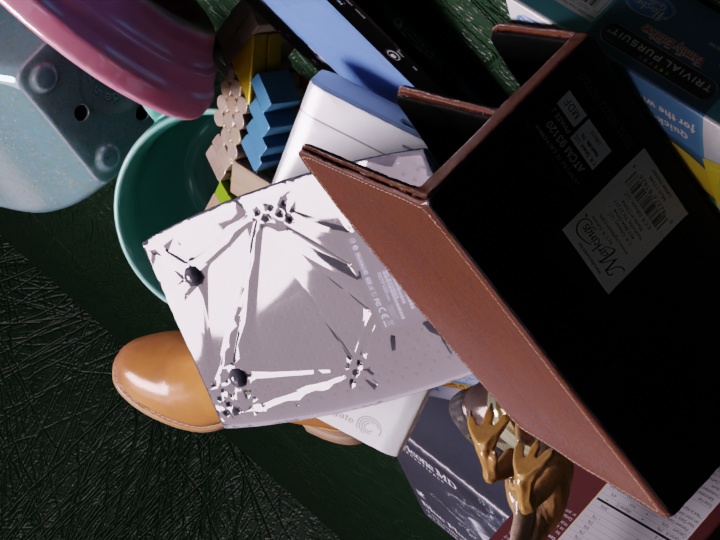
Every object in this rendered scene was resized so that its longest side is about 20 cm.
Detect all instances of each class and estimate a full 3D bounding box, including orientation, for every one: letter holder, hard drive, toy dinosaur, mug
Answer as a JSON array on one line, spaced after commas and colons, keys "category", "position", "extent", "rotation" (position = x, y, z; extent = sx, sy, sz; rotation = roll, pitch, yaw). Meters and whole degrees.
[{"category": "letter holder", "position": [0.083, -0.007, 0.818], "extent": [0.200, 0.101, 0.142], "rotation": [51, 167, -27]}, {"category": "hard drive", "position": [0.000, 0.000, 1.041], "extent": [0.132, 0.027, 0.200], "rotation": [27, 122, 7]}, {"category": "toy dinosaur", "position": [0.100, 0.134, 1.036], "extent": [0.060, 0.200, 0.106], "rotation": [3, 148, 32]}, {"category": "mug", "position": [-0.084, -0.069, 1.261], "extent": [0.152, 0.185, 0.114], "rotation": [8, -159, 8]}, {"category": "hard drive", "position": [-0.016, 0.009, 1.003], "extent": [0.200, 0.042, 0.135], "rotation": [-17, 102, 34]}]

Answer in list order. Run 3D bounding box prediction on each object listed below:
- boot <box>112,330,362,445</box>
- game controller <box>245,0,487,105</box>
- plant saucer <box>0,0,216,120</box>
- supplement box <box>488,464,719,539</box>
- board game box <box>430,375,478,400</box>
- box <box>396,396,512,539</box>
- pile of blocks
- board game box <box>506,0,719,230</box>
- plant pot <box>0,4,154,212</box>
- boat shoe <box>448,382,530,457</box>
[{"category": "boot", "position": [-0.086, 0.059, 1.188], "extent": [0.200, 0.077, 0.155], "rotation": [17, 161, 17]}, {"category": "game controller", "position": [0.000, -0.124, 0.999], "extent": [0.200, 0.042, 0.104], "rotation": [41, 171, -26]}, {"category": "plant saucer", "position": [-0.160, -0.172, 1.087], "extent": [0.201, 0.051, 0.201], "rotation": [39, -167, -10]}, {"category": "supplement box", "position": [0.198, 0.208, 1.128], "extent": [0.133, 0.200, 0.197], "rotation": [27, 159, 52]}, {"category": "board game box", "position": [0.055, 0.033, 1.176], "extent": [0.200, 0.041, 0.200], "rotation": [11, 158, 12]}, {"category": "box", "position": [0.134, 0.163, 1.371], "extent": [0.197, 0.117, 0.200], "rotation": [36, 164, 30]}, {"category": "pile of blocks", "position": [-0.052, -0.079, 1.149], "extent": [0.082, 0.062, 0.200], "rotation": [37, 128, 42]}, {"category": "board game box", "position": [0.149, -0.046, 0.820], "extent": [0.151, 0.047, 0.200], "rotation": [37, 165, 28]}, {"category": "plant pot", "position": [-0.232, -0.158, 1.327], "extent": [0.200, 0.196, 0.196], "rotation": [23, 156, 46]}, {"category": "boat shoe", "position": [0.135, 0.119, 1.188], "extent": [0.066, 0.072, 0.201], "rotation": [-6, 149, 42]}]
